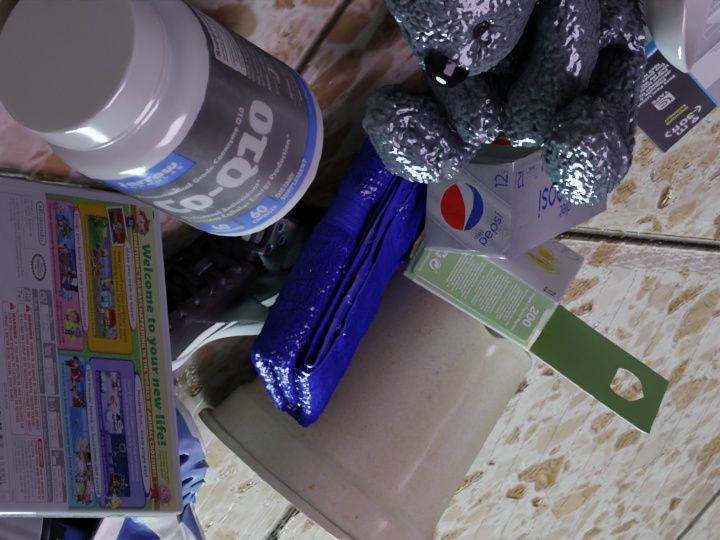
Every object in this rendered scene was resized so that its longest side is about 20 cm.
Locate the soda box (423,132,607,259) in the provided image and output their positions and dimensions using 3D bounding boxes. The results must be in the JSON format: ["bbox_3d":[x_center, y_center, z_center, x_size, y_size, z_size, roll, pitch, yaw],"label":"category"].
[{"bbox_3d":[0.109,-0.060,1.769,0.200,0.063,0.069,-26,120,-63],"label":"soda box"}]

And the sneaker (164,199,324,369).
[{"bbox_3d":[-0.102,-0.005,1.693,0.199,0.073,0.112,-18,143,-48],"label":"sneaker"}]

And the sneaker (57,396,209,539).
[{"bbox_3d":[-0.174,0.178,1.862,0.115,0.081,0.200,-22,140,-22],"label":"sneaker"}]

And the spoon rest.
[{"bbox_3d":[0.213,-0.217,1.628,0.060,0.201,0.099,3,154,12],"label":"spoon rest"}]

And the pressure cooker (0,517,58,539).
[{"bbox_3d":[-0.281,0.150,1.584,0.176,0.179,0.200,-45,150,6],"label":"pressure cooker"}]

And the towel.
[{"bbox_3d":[0.000,0.000,1.734,0.201,0.049,0.148,-61,164,-14],"label":"towel"}]

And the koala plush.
[{"bbox_3d":[0.072,-0.165,1.569,0.200,0.176,0.185,40,62,-55],"label":"koala plush"}]

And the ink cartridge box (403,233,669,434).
[{"bbox_3d":[0.135,0.024,1.814,0.048,0.199,0.146,-59,175,18],"label":"ink cartridge box"}]

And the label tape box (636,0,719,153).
[{"bbox_3d":[0.231,-0.155,1.760,0.143,0.066,0.200,-42,151,8],"label":"label tape box"}]

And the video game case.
[{"bbox_3d":[-0.180,0.047,1.562,0.022,0.201,0.182,-13,168,37],"label":"video game case"}]

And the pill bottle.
[{"bbox_3d":[-0.114,-0.096,1.495,0.114,0.114,0.200,-45,151,11],"label":"pill bottle"}]

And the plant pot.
[{"bbox_3d":[0.017,0.093,1.862,0.184,0.200,0.200,-52,151,0],"label":"plant pot"}]
